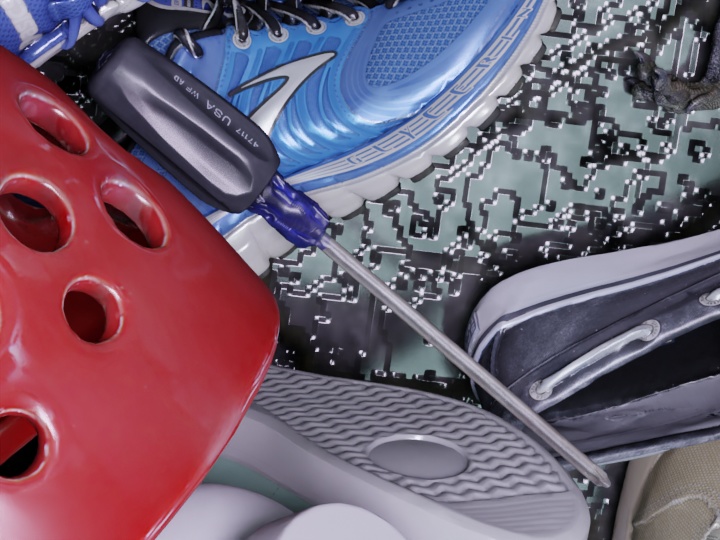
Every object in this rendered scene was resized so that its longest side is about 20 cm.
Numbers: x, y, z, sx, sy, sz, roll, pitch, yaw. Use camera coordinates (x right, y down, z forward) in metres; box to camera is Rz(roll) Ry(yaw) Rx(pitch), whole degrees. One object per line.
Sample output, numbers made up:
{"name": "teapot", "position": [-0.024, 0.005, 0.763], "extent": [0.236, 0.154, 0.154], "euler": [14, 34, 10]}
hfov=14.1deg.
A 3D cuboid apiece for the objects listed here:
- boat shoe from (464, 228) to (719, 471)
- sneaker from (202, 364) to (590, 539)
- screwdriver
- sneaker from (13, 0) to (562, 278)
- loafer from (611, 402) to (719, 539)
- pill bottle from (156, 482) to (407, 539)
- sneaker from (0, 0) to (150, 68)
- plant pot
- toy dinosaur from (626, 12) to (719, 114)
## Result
{"name": "boat shoe", "position": [0.134, 0.018, 0.916], "extent": [0.200, 0.068, 0.072], "euler": [-13, 128, -1]}
{"name": "sneaker", "position": [-0.014, 0.096, 0.881], "extent": [0.074, 0.200, 0.118], "euler": [-14, 111, -46]}
{"name": "screwdriver", "position": [0.000, 0.000, 0.863], "extent": [0.200, 0.029, 0.028], "euler": [39, 101, -15]}
{"name": "sneaker", "position": [-0.025, -0.059, 0.887], "extent": [0.200, 0.079, 0.089], "euler": [-36, 106, 1]}
{"name": "loafer", "position": [0.107, 0.146, 0.950], "extent": [0.076, 0.068, 0.200], "euler": [2, 101, -8]}
{"name": "pill bottle", "position": [-0.068, 0.126, 0.812], "extent": [0.200, 0.111, 0.111], "euler": [-26, 108, 40]}
{"name": "sneaker", "position": [-0.080, -0.090, 0.837], "extent": [0.200, 0.088, 0.075], "euler": [-9, 135, 20]}
{"name": "plant pot", "position": [-0.149, 0.013, 0.757], "extent": [0.200, 0.200, 0.183], "euler": [-40, 106, 2]}
{"name": "toy dinosaur", "position": [0.130, -0.089, 0.919], "extent": [0.088, 0.047, 0.200], "euler": [-10, 106, -12]}
